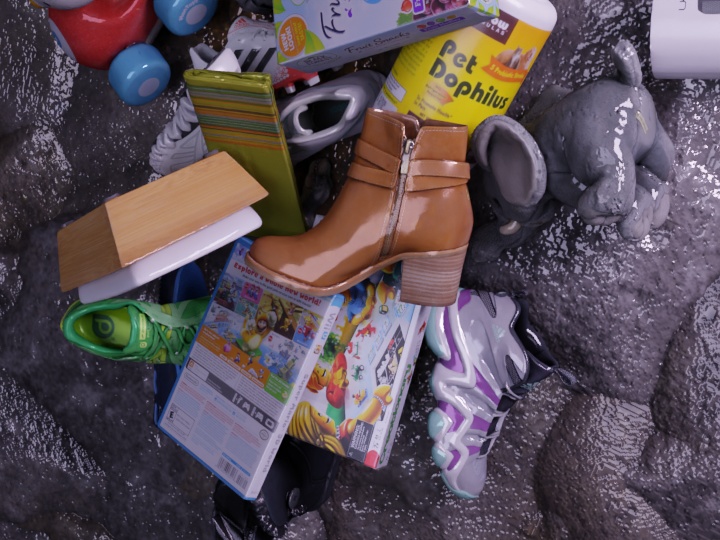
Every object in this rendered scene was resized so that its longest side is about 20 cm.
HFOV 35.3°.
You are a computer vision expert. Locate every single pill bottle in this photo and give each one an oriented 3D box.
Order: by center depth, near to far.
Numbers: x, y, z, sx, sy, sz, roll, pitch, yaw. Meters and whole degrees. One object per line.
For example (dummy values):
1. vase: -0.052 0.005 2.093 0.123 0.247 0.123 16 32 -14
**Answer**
1. pill bottle: 0.098 -0.196 0.984 0.109 0.109 0.202 35 113 15

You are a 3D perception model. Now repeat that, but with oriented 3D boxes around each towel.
1. towel: -0.100 -0.102 1.043 0.085 0.018 0.202 11 142 20

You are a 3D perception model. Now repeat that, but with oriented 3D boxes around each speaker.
1. speaker: 0.330 -0.189 0.888 0.197 0.081 0.083 6 103 26

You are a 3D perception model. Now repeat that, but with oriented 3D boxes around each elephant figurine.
1. elephant figurine: 0.157 -0.092 0.972 0.198 0.141 0.158 6 77 39

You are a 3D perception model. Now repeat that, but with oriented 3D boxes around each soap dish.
1. soap dish: -0.194 -0.040 1.061 0.199 0.156 0.082 -14 102 60

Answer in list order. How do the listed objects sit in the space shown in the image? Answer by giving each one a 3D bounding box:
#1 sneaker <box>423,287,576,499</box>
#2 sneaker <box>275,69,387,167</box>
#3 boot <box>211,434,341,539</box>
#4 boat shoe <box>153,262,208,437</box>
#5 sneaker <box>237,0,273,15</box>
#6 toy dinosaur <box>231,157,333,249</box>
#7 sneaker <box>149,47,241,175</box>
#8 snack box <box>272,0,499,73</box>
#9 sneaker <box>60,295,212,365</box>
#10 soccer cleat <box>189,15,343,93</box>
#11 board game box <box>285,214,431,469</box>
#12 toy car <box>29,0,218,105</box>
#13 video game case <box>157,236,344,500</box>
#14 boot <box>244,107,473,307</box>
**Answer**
1. sneaker: 0.134 0.115 1.047 0.138 0.077 0.204 -3 99 27
2. sneaker: -0.066 -0.140 1.094 0.198 0.080 0.071 -23 92 29
3. boot: -0.072 0.175 1.109 0.075 0.168 0.204 19 108 20
4. boat shoe: -0.206 0.089 1.208 0.068 0.084 0.204 9 102 27
5. sneaker: -0.056 -0.272 1.071 0.199 0.070 0.100 41 117 20
6. toy dinosaur: -0.088 -0.024 1.148 0.087 0.047 0.203 22 112 14
7. sneaker: -0.146 -0.130 1.093 0.081 0.076 0.200 39 150 -8
8. snack box: 0.014 -0.260 0.946 0.197 0.053 0.145 -8 83 36
9. sneaker: -0.200 0.064 1.117 0.196 0.084 0.076 0 96 0
10. soccer cleat: -0.083 -0.213 1.093 0.197 0.069 0.086 -17 105 33
11. board game box: -0.008 0.063 1.035 0.124 0.035 0.204 17 92 21
12. toy car: -0.276 -0.281 1.085 0.177 0.199 0.185 -49 68 26
13. video game case: -0.105 0.087 1.047 0.142 0.018 0.203 29 97 39
14. boot: -0.002 -0.058 0.959 0.196 0.077 0.158 8 108 16
